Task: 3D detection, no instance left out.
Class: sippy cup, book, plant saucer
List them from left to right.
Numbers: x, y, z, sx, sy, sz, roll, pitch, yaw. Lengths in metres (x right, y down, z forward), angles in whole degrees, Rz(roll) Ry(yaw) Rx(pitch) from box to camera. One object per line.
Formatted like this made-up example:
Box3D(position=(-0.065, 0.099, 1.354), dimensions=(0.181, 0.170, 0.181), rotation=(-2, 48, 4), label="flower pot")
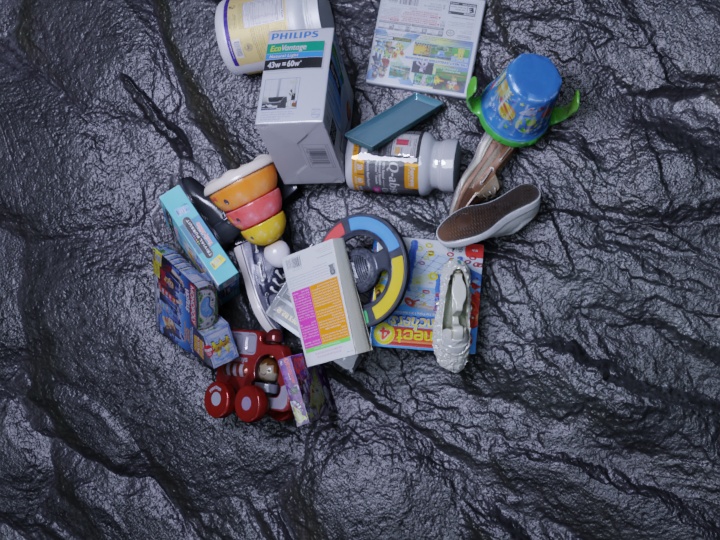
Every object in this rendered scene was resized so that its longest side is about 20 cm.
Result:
Box3D(position=(-0.065, 0.058, 1.595), dimensions=(0.133, 0.048, 0.202), rotation=(-18, 83, 39), label="book")
Box3D(position=(0.063, -0.268, 1.639), dimensions=(0.070, 0.199, 0.019), rotation=(27, 137, 34), label="plant saucer")
Box3D(position=(0.284, -0.304, 1.579), dimensions=(0.177, 0.130, 0.140), rotation=(-29, 77, -17), label="sippy cup")

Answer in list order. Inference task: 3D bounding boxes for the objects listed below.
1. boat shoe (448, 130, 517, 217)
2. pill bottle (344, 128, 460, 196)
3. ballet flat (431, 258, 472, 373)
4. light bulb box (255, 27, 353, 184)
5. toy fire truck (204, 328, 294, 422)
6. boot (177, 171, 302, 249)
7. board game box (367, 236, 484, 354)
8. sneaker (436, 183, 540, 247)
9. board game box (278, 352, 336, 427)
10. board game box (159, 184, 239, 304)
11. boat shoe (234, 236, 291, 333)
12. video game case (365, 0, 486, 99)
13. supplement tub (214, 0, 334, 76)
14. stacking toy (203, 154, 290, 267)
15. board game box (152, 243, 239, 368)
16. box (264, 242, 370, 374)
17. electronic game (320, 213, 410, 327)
Box3D(position=(0.221, -0.161, 1.643), dimensions=(0.071, 0.076, 0.202), rotation=(27, 96, 10), label="boat shoe")
Box3D(position=(0.078, -0.197, 1.655), dimensions=(0.198, 0.116, 0.118), rotation=(6, 90, 13), label="pill bottle")
Box3D(position=(0.162, 0.080, 1.583), dimensions=(0.071, 0.072, 0.203), rotation=(0, 90, 13), label="ballet flat")
Box3D(position=(-0.094, -0.291, 1.626), dimensions=(0.123, 0.199, 0.202), rotation=(0, 65, 11), label="light bulb box")
Box3D(position=(-0.196, 0.191, 1.687), dimensions=(0.198, 0.112, 0.170), rotation=(-1, 84, 38), label="toy fire truck")
Box3D(position=(-0.232, -0.161, 1.750), dimensions=(0.199, 0.066, 0.166), rotation=(-35, 89, 13), label="boot")
Box3D(position=(0.115, 0.043, 1.639), dimensions=(0.198, 0.056, 0.198), rotation=(4, 89, -6), label="board game box")
Box3D(position=(0.232, -0.077, 1.620), dimensions=(0.198, 0.085, 0.073), rotation=(-22, 55, -3), label="sneaker")
Box3D(position=(-0.093, 0.209, 1.639), dimensions=(0.032, 0.200, 0.121), rotation=(-22, 84, 11), label="board game box")
Box3D(position=(-0.302, -0.045, 1.718), dimensions=(0.047, 0.151, 0.201), rotation=(-33, 80, -14), label="board game box")
Box3D(position=(-0.166, 0.018, 1.725), dimensions=(0.092, 0.075, 0.202), rotation=(-24, 83, 18), label="boat shoe")
Box3D(position=(0.121, -0.425, 1.700), dimensions=(0.198, 0.022, 0.184), rotation=(11, 91, 12), label="video game case")
Box3D(position=(-0.157, -0.451, 1.702), dimensions=(0.198, 0.145, 0.147), rotation=(-8, 87, 12), label="supplement tub")
Box3D(position=(-0.182, -0.097, 1.661), dimensions=(0.145, 0.146, 0.201), rotation=(-25, 97, 11), label="stacking toy")
Box3D(position=(-0.303, 0.077, 1.678), dimensions=(0.199, 0.061, 0.202), rotation=(37, 135, 33), label="board game box")
Box3D(position=(-0.053, 0.070, 1.679), dimensions=(0.199, 0.048, 0.159), rotation=(34, 87, -1), label="box")
Box3D(position=(0.000, 0.000, 1.595), dimensions=(0.198, 0.041, 0.203), rotation=(-2, 86, 34), label="electronic game")
